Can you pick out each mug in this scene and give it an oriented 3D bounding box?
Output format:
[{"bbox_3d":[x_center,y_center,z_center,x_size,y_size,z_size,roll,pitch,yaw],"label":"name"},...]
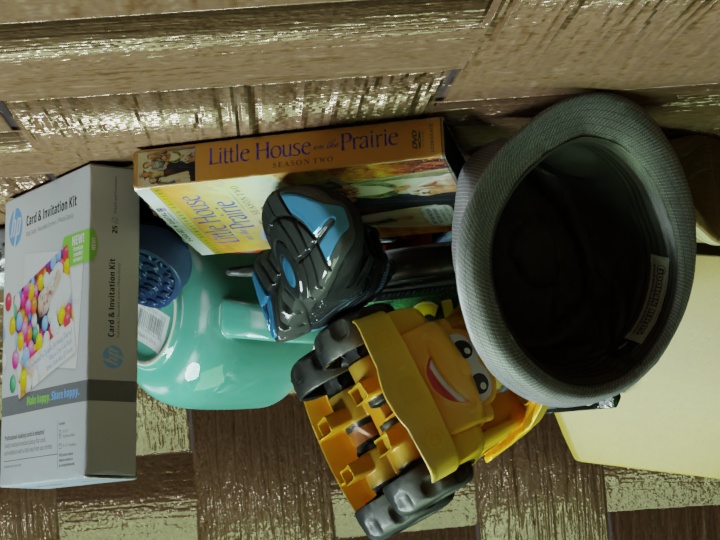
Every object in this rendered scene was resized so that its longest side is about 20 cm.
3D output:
[{"bbox_3d":[-0.114,0.025,1.465,0.114,0.153,0.185,3,148,-40],"label":"mug"}]

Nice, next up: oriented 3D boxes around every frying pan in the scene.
[{"bbox_3d":[0.008,-0.003,1.379,0.188,0.031,0.115,-6,175,-25],"label":"frying pan"}]

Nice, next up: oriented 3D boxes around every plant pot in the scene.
[{"bbox_3d":[0.243,0.049,1.432,0.198,0.178,0.200,4,-166,30],"label":"plant pot"}]

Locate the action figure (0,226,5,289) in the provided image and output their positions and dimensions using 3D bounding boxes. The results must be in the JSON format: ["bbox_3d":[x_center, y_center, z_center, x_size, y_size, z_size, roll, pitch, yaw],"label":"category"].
[{"bbox_3d":[-0.271,0.004,1.519,0.129,0.070,0.200,-1,173,20],"label":"action figure"}]

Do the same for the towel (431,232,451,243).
[{"bbox_3d":[0.118,-0.031,1.559,0.198,0.049,0.111,0,172,-34],"label":"towel"}]

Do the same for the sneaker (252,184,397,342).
[{"bbox_3d":[-0.018,-0.014,1.190,0.081,0.074,0.200,-17,170,-14],"label":"sneaker"}]

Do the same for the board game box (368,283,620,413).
[{"bbox_3d":[0.085,0.059,1.388,0.198,0.106,0.023,-7,-162,22],"label":"board game box"}]

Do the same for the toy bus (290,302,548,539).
[{"bbox_3d":[0.068,0.080,1.281,0.191,0.137,0.200,-22,169,-17],"label":"toy bus"}]

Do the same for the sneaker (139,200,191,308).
[{"bbox_3d":[-0.160,-0.017,1.350,0.070,0.078,0.200,37,158,-17],"label":"sneaker"}]

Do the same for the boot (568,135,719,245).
[{"bbox_3d":[0.167,-0.047,1.312,0.154,0.074,0.199,-10,170,41],"label":"boot"}]

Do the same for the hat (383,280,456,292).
[{"bbox_3d":[0.049,0.055,1.552,0.198,0.202,0.081,-3,-144,-16],"label":"hat"}]

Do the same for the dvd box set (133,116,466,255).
[{"bbox_3d":[-0.030,-0.051,1.209,0.198,0.030,0.146,-5,162,11],"label":"dvd box set"}]

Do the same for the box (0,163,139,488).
[{"bbox_3d":[-0.195,0.042,1.259,0.041,0.202,0.155,6,170,-30],"label":"box"}]

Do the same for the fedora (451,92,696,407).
[{"bbox_3d":[0.116,-0.017,1.155,0.177,0.201,0.090,-44,-149,-15],"label":"fedora"}]

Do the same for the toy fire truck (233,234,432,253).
[{"bbox_3d":[-0.023,-0.036,1.392,0.198,0.049,0.141,-2,174,-22],"label":"toy fire truck"}]
